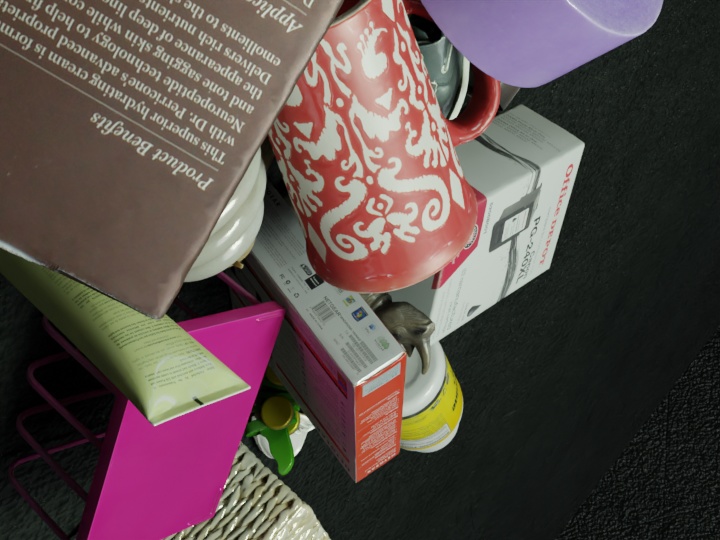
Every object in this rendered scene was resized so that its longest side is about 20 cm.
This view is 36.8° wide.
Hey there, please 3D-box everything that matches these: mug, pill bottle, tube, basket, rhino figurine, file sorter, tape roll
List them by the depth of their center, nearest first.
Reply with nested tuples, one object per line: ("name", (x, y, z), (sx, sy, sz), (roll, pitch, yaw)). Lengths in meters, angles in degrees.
("tube", (-0.162, 0.029, 0.680), (0.058, 0.199, 0.052), (-47, 150, -14))
("tape roll", (0.112, -0.231, 0.714), (0.084, 0.203, 0.199), (-22, 180, 43))
("mug", (0.002, -0.118, 0.739), (0.179, 0.131, 0.202), (-61, 144, -35))
("file sorter", (-0.171, 0.092, 0.817), (0.138, 0.125, 0.203), (-12, 130, -51))
("rhino figurine", (0.000, 0.000, 0.888), (0.087, 0.201, 0.059), (-42, 165, 32))
("basket", (-0.141, 0.272, 1.035), (0.200, 0.160, 0.199), (-48, 152, -16))
("pill bottle", (0.060, 0.144, 1.267), (0.113, 0.112, 0.200), (-49, 153, -11))

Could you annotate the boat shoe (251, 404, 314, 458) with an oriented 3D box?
("boat shoe", (-0.064, 0.136, 1.102), (0.071, 0.069, 0.202), (-35, 148, -36))

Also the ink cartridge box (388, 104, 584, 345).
("ink cartridge box", (0.103, -0.043, 0.968), (0.199, 0.083, 0.147), (-28, 141, -40))

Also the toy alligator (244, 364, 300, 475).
("toy alligator", (-0.081, 0.086, 1.006), (0.059, 0.053, 0.204), (73, 21, -76))

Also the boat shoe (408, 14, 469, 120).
("boat shoe", (0.049, -0.177, 0.814), (0.061, 0.073, 0.203), (-1, 122, -39))

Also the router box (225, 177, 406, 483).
("router box", (-0.042, 0.049, 0.879), (0.048, 0.201, 0.181), (-30, 153, -18))

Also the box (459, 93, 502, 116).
("box", (0.047, -0.055, 1.050), (0.200, 0.086, 0.165), (-43, 150, -24))

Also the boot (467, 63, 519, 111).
("boot", (0.151, -0.270, 1.004), (0.202, 0.068, 0.188), (-59, 146, 0))

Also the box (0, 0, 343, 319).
("box", (-0.129, -0.119, 0.541), (0.164, 0.164, 0.202), (30, 98, -22))

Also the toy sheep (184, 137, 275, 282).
("toy sheep", (-0.125, -0.069, 0.717), (0.138, 0.137, 0.201), (-48, 138, -12))
